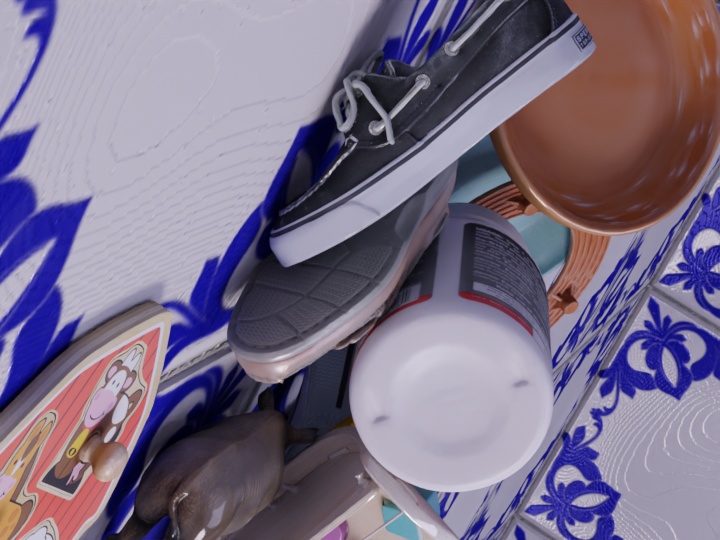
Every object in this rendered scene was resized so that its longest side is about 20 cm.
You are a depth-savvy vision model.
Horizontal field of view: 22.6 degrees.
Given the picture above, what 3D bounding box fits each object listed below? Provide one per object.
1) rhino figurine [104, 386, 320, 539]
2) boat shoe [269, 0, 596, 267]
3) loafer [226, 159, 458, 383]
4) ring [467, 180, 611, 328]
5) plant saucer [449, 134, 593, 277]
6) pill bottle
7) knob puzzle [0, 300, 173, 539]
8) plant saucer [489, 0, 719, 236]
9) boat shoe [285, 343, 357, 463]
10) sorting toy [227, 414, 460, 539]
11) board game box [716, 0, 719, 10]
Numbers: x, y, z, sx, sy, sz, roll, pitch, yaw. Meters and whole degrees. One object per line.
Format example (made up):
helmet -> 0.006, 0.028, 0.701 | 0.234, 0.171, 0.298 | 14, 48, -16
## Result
rhino figurine -> -0.077, 0.120, 1.044 | 0.088, 0.060, 0.200 | -58, 170, 20
boat shoe -> 0.022, -0.080, 0.923 | 0.199, 0.068, 0.074 | -36, -174, 20
loafer -> 0.000, 0.000, 0.996 | 0.200, 0.072, 0.063 | -52, 143, -36
ring -> 0.096, 0.012, 1.248 | 0.200, 0.019, 0.201 | -24, 144, -19
plant saucer -> 0.105, -0.061, 1.216 | 0.199, 0.036, 0.200 | -25, 144, -20
pill bottle -> 0.056, 0.037, 1.069 | 0.114, 0.114, 0.200 | -62, -175, 21
knob puzzle -> -0.141, 0.105, 0.835 | 0.220, 0.030, 0.220 | -53, 166, -19
plant saucer -> 0.149, -0.122, 1.128 | 0.037, 0.200, 0.200 | 2, -131, 55
boat shoe -> -0.017, 0.119, 1.177 | 0.067, 0.073, 0.201 | 0, 109, -84
sorting toy -> 0.003, 0.203, 1.098 | 0.200, 0.180, 0.107 | -39, -166, 24
board game box -> 0.324, -0.276, 1.527 | 0.200, 0.097, 0.159 | -57, 167, -3
